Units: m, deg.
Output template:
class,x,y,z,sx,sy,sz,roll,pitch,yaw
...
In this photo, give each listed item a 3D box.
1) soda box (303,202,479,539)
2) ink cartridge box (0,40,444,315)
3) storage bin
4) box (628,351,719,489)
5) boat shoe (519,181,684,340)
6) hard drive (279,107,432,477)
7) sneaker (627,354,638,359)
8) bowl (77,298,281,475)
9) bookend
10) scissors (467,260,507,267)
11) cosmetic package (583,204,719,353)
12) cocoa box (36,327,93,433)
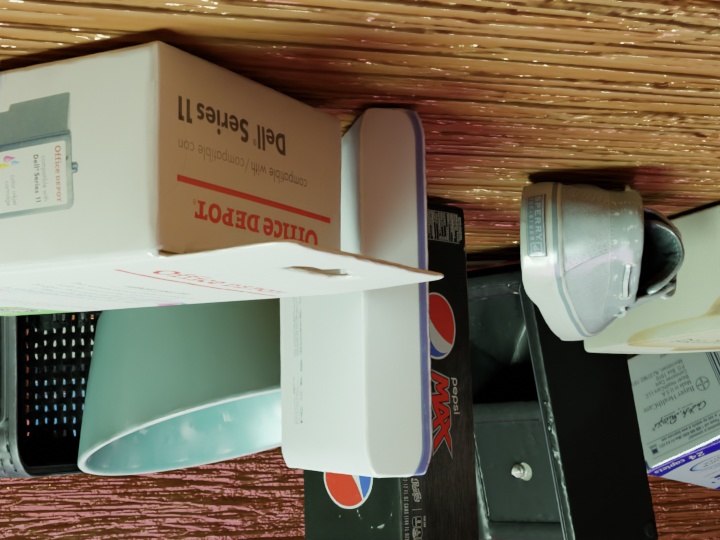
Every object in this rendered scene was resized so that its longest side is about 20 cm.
class,x,y,z,sx,sy,sz,roll,pitch,yaw
soda box,0.013,0.066,0.690,0.071,0.201,0.063,-8,170,42
ink cartridge box,-0.083,-0.025,0.460,0.199,0.068,0.117,-4,172,27
storage bin,-0.220,0.063,0.865,0.093,0.136,0.200,-3,173,11
box,0.354,0.110,1.214,0.184,0.105,0.200,-30,154,26
boat shoe,0.131,-0.002,0.699,0.071,0.070,0.201,0,171,17
hard drive,-0.008,0.019,0.577,0.025,0.132,0.200,0,173,-12
sneaker,0.274,0.072,1.327,0.199,0.084,0.121,-1,164,-18
bowl,-0.088,0.053,0.853,0.200,0.105,0.201,-13,165,-3
bookend,0.085,0.099,0.943,0.092,0.199,0.200,-12,-177,-44
scissors,0.000,0.000,0.935,0.199,0.014,0.073,-3,171,3
cosmetic package,0.219,0.007,0.792,0.105,0.071,0.200,1,173,-16
cocoa box,-0.210,0.118,1.342,0.199,0.132,0.133,-4,173,20
